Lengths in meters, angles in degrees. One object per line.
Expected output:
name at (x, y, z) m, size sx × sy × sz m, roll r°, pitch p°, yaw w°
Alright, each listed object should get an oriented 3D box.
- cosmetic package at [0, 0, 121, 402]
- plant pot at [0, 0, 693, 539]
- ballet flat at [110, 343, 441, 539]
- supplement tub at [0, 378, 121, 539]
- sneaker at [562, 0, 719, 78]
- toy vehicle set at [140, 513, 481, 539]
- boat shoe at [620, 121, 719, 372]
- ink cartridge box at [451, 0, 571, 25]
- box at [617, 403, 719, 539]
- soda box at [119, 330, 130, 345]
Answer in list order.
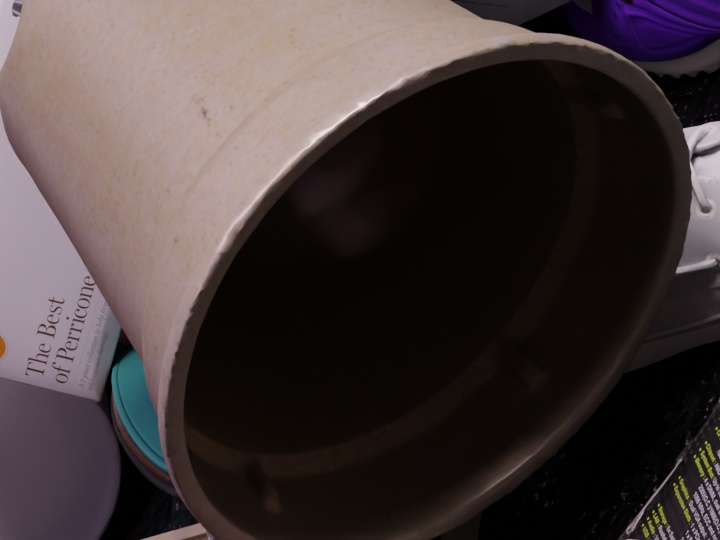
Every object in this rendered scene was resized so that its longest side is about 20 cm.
cosmetic package at (-0.114, -0.053, 1.045) m, size 0.051 × 0.083 × 0.200 m, roll -93°, pitch 19°, yaw -67°
plant pot at (-0.023, -0.035, 0.904) m, size 0.200 × 0.200 × 0.183 m, roll -54°, pitch 49°, yaw 11°
ballet flat at (-0.035, 0.083, 1.012) m, size 0.068 × 0.068 × 0.200 m, roll -32°, pitch 30°, yaw -18°
supplement tub at (-0.201, 0.061, 1.251) m, size 0.145 × 0.145 × 0.200 m, roll -57°, pitch 32°, yaw 6°
sneaker at (0.127, -0.124, 0.968) m, size 0.200 × 0.100 × 0.070 m, roll 2°, pitch 66°, yaw 55°
toy vehicle set at (-0.035, 0.152, 1.055) m, size 0.200 × 0.027 × 0.124 m, roll -20°, pitch 50°, yaw 47°
boat shoe at (0.115, -0.020, 0.935) m, size 0.200 × 0.069 × 0.072 m, roll -20°, pitch 50°, yaw 47°
ink cartridge box at (-0.006, -0.152, 1.051) m, size 0.200 × 0.083 × 0.147 m, roll -19°, pitch 73°, yaw 52°
box at (0.149, 0.108, 0.785) m, size 0.193 × 0.048 × 0.200 m, roll -55°, pitch 31°, yaw 23°
soda box at (-0.056, -0.011, 1.106) m, size 0.200 × 0.063 × 0.070 m, roll 138°, pitch 153°, yaw -73°
